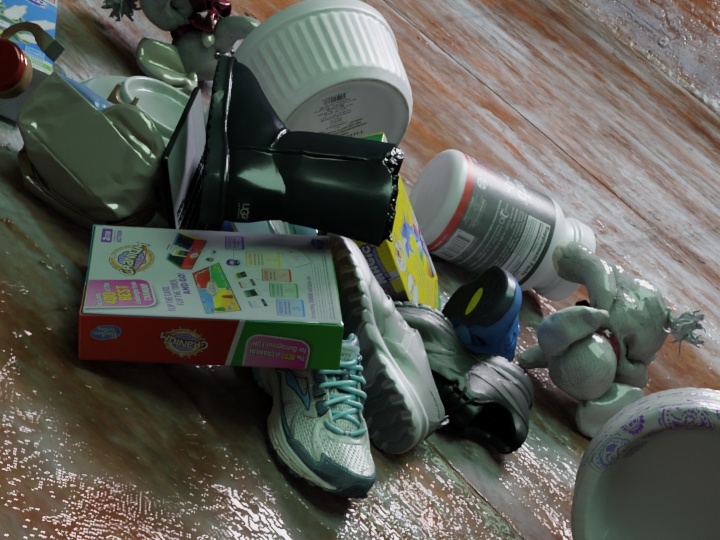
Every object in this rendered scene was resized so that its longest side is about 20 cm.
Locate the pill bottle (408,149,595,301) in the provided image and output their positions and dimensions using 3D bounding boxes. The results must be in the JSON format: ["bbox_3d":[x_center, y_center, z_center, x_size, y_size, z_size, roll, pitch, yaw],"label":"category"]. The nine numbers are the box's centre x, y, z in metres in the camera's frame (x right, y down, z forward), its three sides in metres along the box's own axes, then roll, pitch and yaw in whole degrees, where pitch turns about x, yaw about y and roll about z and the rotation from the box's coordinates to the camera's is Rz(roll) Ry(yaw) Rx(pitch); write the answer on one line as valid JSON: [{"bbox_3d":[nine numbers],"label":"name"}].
[{"bbox_3d":[0.158,-0.046,1.691,0.198,0.116,0.116,24,24,-22],"label":"pill bottle"}]

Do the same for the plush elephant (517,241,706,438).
[{"bbox_3d":[0.237,0.078,1.543,0.154,0.167,0.199,-26,17,-24],"label":"plush elephant"}]

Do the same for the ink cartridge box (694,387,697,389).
[{"bbox_3d":[0.340,0.227,1.360,0.199,0.148,0.086,36,21,3],"label":"ink cartridge box"}]

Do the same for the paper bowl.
[{"bbox_3d":[0.278,0.198,1.264,0.200,0.202,0.104,34,16,2],"label":"paper bowl"}]

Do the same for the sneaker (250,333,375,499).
[{"bbox_3d":[-0.032,0.095,1.199,0.077,0.087,0.201,16,29,-35],"label":"sneaker"}]

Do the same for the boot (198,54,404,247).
[{"bbox_3d":[-0.050,-0.100,1.276,0.166,0.077,0.201,7,40,-8],"label":"boot"}]

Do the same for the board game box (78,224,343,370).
[{"bbox_3d":[-0.118,0.019,1.186,0.197,0.041,0.154,3,27,-7],"label":"board game box"}]

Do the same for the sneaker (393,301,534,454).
[{"bbox_3d":[0.076,0.098,1.362,0.198,0.076,0.091,26,30,-13],"label":"sneaker"}]

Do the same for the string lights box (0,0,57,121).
[{"bbox_3d":[-0.348,-0.222,1.434,0.102,0.059,0.201,23,25,-22],"label":"string lights box"}]

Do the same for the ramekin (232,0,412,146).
[{"bbox_3d":[-0.039,-0.179,1.599,0.199,0.200,0.106,12,40,-41],"label":"ramekin"}]

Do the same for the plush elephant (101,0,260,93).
[{"bbox_3d":[-0.178,-0.280,1.656,0.156,0.199,0.165,54,35,-9],"label":"plush elephant"}]

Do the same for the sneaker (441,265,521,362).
[{"bbox_3d":[0.130,0.048,1.433,0.078,0.066,0.200,33,-14,-4],"label":"sneaker"}]

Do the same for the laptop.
[{"bbox_3d":[-0.099,-0.043,1.351,0.114,0.203,0.188,-2,25,4],"label":"laptop"}]

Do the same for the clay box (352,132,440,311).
[{"bbox_3d":[0.027,-0.013,1.415,0.115,0.047,0.202,-77,152,-54],"label":"clay box"}]

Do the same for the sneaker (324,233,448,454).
[{"bbox_3d":[0.011,0.062,1.306,0.082,0.074,0.202,-6,70,-54],"label":"sneaker"}]

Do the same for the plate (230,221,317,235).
[{"bbox_3d":[-0.067,-0.033,1.375,0.201,0.025,0.201,55,17,-25],"label":"plate"}]

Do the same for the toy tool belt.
[{"bbox_3d":[-0.246,-0.115,1.319,0.199,0.125,0.123,40,-4,12],"label":"toy tool belt"}]

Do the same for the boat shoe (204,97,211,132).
[{"bbox_3d":[-0.083,-0.093,1.492,0.201,0.071,0.069,54,40,-28],"label":"boat shoe"}]

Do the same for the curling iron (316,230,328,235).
[{"bbox_3d":[0.000,0.000,1.446,0.200,0.025,0.050,32,45,-68],"label":"curling iron"}]

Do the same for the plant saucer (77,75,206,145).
[{"bbox_3d":[-0.198,-0.142,1.490,0.199,0.050,0.201,29,23,-13],"label":"plant saucer"}]
